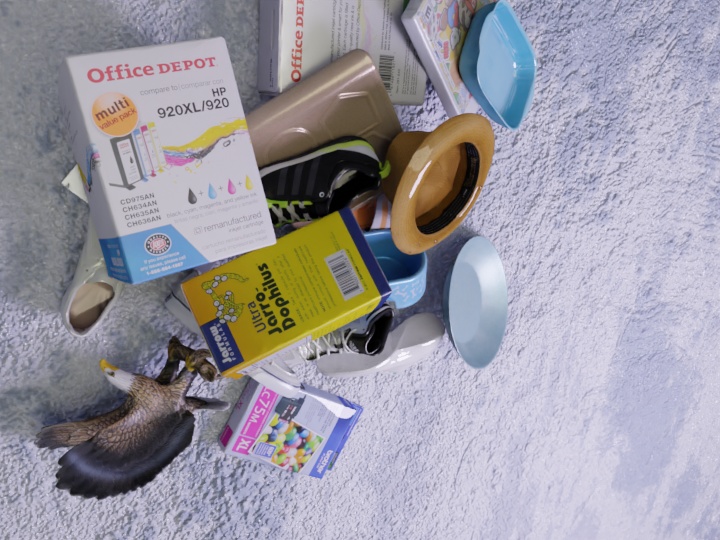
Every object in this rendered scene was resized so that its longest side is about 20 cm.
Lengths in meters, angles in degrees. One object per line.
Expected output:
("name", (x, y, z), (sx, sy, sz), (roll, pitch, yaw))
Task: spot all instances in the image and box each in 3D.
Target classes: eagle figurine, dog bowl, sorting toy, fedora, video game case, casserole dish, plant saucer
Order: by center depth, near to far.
("eagle figurine", (-0.262, 0.168, 0.724), (0.151, 0.152, 0.200), (33, 68, 10))
("sorting toy", (-0.039, -0.148, 0.755), (0.185, 0.037, 0.200), (-30, 140, 3))
("fedora", (0.083, -0.116, 0.766), (0.200, 0.082, 0.201), (-36, 148, -27))
("video game case", (0.133, -0.314, 0.792), (0.200, 0.023, 0.183), (47, 64, -50))
("dog bowl", (0.000, 0.000, 0.819), (0.199, 0.112, 0.050), (-10, 144, -22))
("casserole dish", (0.185, -0.271, 0.829), (0.200, 0.039, 0.122), (26, 81, -54))
("plant saucer", (0.169, 0.049, 0.944), (0.201, 0.039, 0.202), (3, 86, -53))

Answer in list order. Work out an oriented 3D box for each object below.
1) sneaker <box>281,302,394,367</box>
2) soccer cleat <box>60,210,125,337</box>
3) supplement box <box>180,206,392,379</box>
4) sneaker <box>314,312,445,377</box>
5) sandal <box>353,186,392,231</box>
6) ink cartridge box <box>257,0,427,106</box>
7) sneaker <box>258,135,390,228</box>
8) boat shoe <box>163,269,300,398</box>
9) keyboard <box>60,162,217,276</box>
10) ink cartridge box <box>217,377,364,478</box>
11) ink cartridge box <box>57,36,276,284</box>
("sneaker", (-0.044, 0.087, 0.826), (0.200, 0.115, 0.076), (-30, 119, -17))
("soccer cleat", (-0.278, -0.019, 0.687), (0.069, 0.078, 0.201), (20, 98, -29))
("supplement box", (-0.081, 0.029, 0.695), (0.199, 0.109, 0.110), (-26, 82, -10))
("sneaker", (0.030, 0.129, 0.913), (0.199, 0.075, 0.089), (-13, 142, -15))
("sandal", (0.067, -0.100, 0.862), (0.206, 0.059, 0.080), (-13, 110, -24))
("ink cartridge box", (-0.019, -0.280, 0.748), (0.199, 0.084, 0.146), (-4, 107, -28))
("sneaker", (-0.062, -0.088, 0.712), (0.199, 0.083, 0.072), (-29, 140, 2))
("boat shoe", (-0.140, 0.071, 0.776), (0.202, 0.075, 0.086), (40, 87, -6))
("keyboard", (-0.252, -0.061, 0.736), (0.056, 0.011, 0.200), (-49, 121, -1))
("ink cartridge box", (-0.089, 0.227, 0.891), (0.199, 0.042, 0.120), (26, 92, -33))
("ink cartridge box", (-0.195, -0.105, 0.612), (0.147, 0.144, 0.201), (-18, 101, -27))
